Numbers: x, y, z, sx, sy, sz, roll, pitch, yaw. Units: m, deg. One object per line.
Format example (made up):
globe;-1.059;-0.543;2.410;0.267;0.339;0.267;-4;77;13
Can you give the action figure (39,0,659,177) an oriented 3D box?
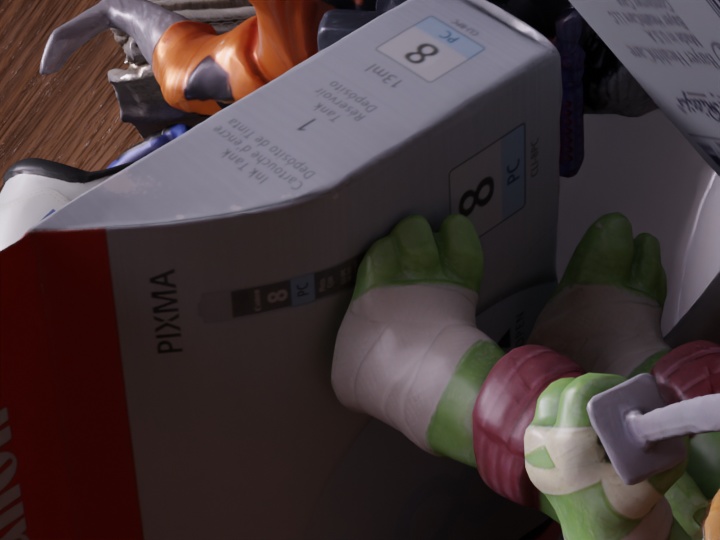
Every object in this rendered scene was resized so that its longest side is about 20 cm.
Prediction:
action figure;0.004;-0.094;0.720;0.105;0.192;0.201;-58;-18;-45

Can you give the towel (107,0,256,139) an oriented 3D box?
towel;-0.020;-0.071;1.002;0.200;0.131;0.035;57;-151;-83

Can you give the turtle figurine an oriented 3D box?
turtle figurine;0.093;0.028;0.574;0.143;0.201;0.194;-31;42;-21

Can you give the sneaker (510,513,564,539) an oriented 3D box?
sneaker;0.042;0.120;0.744;0.073;0.087;0.200;-22;15;5

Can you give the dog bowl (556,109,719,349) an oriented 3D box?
dog bowl;0.110;-0.029;0.759;0.201;0.058;0.201;-56;20;31

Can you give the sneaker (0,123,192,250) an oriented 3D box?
sneaker;-0.056;0.014;0.971;0.080;0.199;0.116;-21;48;49

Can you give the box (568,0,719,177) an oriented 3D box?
box;0.152;-0.111;0.567;0.200;0.105;0.184;-44;16;-7

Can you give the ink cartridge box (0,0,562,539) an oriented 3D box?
ink cartridge box;-0.034;0.044;0.650;0.200;0.047;0.161;-34;-39;-30
